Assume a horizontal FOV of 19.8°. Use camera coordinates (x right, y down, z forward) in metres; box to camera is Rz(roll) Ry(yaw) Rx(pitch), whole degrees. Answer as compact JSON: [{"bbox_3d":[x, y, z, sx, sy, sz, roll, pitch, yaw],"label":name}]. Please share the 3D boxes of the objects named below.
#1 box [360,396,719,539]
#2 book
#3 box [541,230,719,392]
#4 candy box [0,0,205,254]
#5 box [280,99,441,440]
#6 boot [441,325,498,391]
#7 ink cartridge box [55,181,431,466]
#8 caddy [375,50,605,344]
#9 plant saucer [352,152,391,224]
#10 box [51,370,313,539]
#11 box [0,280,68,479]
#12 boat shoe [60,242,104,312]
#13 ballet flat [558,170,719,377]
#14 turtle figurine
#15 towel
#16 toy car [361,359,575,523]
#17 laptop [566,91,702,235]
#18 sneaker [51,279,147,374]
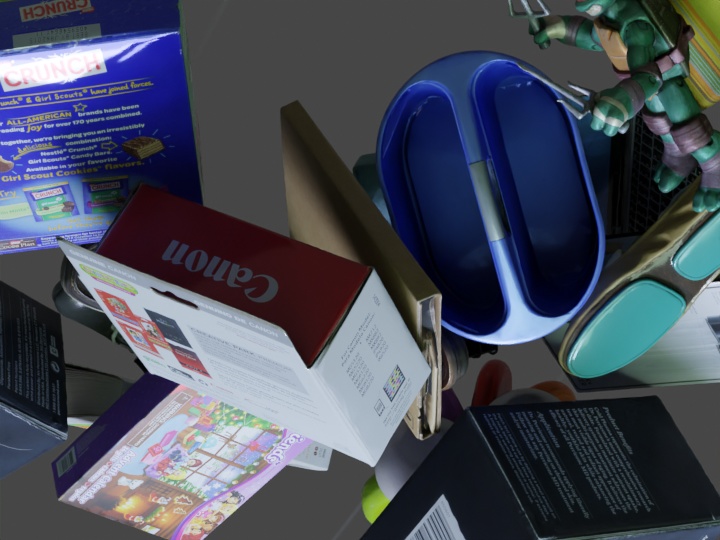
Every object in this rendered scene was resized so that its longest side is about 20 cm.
[{"bbox_3d":[0.126,0.202,1.520,0.196,0.124,0.200,1,139,-38],"label":"box"},{"bbox_3d":[-0.139,0.122,1.648,0.199,0.048,0.133,19,170,-34],"label":"book"},{"bbox_3d":[0.232,0.028,1.521,0.199,0.060,0.117,-7,137,33],"label":"box"},{"bbox_3d":[-0.193,-0.106,1.375,0.168,0.077,0.201,-7,144,-4],"label":"candy box"},{"bbox_3d":[0.000,0.000,1.458,0.021,0.200,0.164,-23,144,-16],"label":"box"},{"bbox_3d":[0.067,0.036,1.527,0.096,0.200,0.075,-12,105,-14],"label":"boot"},{"bbox_3d":[-0.076,0.023,1.351,0.199,0.084,0.176,20,157,30],"label":"ink cartridge box"},{"bbox_3d":[0.090,-0.051,1.416,0.140,0.201,0.105,-15,-177,10],"label":"caddy"},{"bbox_3d":[0.034,-0.026,1.578,0.069,0.019,0.201,-9,141,-2],"label":"plant saucer"},{"bbox_3d":[-0.117,0.121,1.547,0.136,0.039,0.200,25,122,-38],"label":"box"},{"bbox_3d":[-0.357,0.084,1.541,0.199,0.125,0.196,-30,139,25],"label":"box"},{"bbox_3d":[-0.120,0.004,1.518,0.199,0.075,0.073,4,-177,-29],"label":"boat shoe"},{"bbox_3d":[0.211,-0.005,1.437,0.068,0.063,0.200,34,113,-33],"label":"ballet flat"},{"bbox_3d":[0.175,-0.133,1.356,0.100,0.150,0.200,-35,114,14],"label":"turtle figurine"},{"bbox_3d":[0.251,-0.171,1.356,0.086,0.018,0.200,50,144,-5],"label":"towel"},{"bbox_3d":[0.092,0.147,1.703,0.199,0.151,0.175,-15,146,-1],"label":"toy car"},{"bbox_3d":[0.183,-0.032,1.526,0.116,0.200,0.188,-40,150,-23],"label":"laptop"},{"bbox_3d":[-0.139,0.051,1.580,0.199,0.089,0.074,14,138,-26],"label":"sneaker"}]
